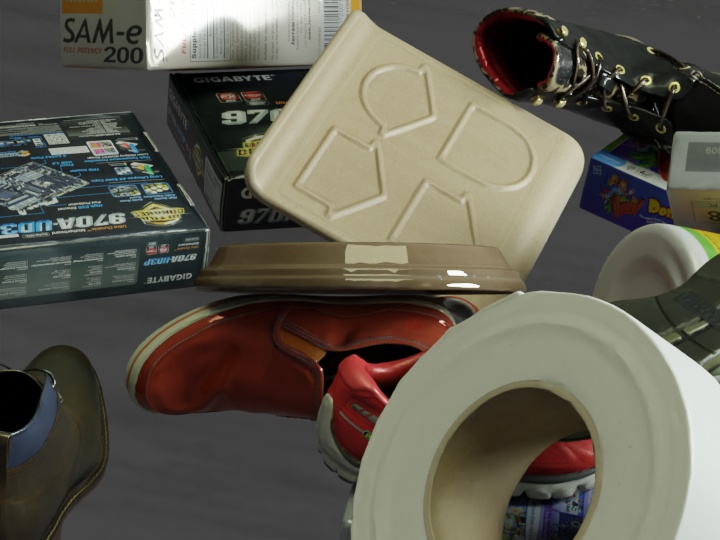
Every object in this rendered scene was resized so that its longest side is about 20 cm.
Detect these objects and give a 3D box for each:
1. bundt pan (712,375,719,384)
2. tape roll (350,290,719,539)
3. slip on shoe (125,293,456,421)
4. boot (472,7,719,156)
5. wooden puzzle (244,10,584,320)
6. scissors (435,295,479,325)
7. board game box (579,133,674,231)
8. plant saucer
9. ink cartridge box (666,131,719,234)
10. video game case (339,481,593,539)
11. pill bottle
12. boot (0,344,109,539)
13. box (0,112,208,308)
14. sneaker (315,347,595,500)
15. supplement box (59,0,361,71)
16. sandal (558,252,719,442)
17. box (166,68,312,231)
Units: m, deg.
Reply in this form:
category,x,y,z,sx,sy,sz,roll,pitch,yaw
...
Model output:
category,x,y,z,sx,sy,sz,roll,pitch,yaw
bundt pan,0.230,0.147,0.959,0.199,0.076,0.204,5,62,-9
tape roll,0.092,0.115,0.907,0.071,0.203,0.203,30,13,-43
slip on shoe,-0.038,0.056,1.074,0.197,0.075,0.061,-4,36,-7
boot,0.184,-0.131,1.321,0.149,0.074,0.200,9,22,-38
wooden puzzle,0.037,-0.064,1.262,0.199,0.046,0.186,32,53,0
scissors,0.000,0.046,1.129,0.198,0.014,0.073,-6,37,-24
board game box,0.282,-0.050,1.369,0.199,0.045,0.134,26,35,24
plant saucer,0.000,0.000,1.099,0.197,0.030,0.200,1,-1,0
ink cartridge box,0.288,-0.018,1.186,0.158,0.200,0.048,2,61,18
video game case,0.091,0.112,1.082,0.180,0.022,0.201,11,31,3
pill bottle,0.250,0.040,1.139,0.198,0.112,0.111,9,28,-28
boot,-0.173,0.076,0.995,0.074,0.098,0.201,9,32,-2
box,-0.217,-0.040,1.201,0.198,0.046,0.159,-7,36,-25
sneaker,0.074,0.076,1.032,0.198,0.086,0.077,-3,34,-19
supplement box,-0.112,-0.189,1.396,0.198,0.074,0.125,-6,10,-38
sandal,0.177,0.047,1.009,0.199,0.058,0.080,-24,41,-16
box,-0.028,-0.092,1.350,0.198,0.046,0.159,-4,34,-20
